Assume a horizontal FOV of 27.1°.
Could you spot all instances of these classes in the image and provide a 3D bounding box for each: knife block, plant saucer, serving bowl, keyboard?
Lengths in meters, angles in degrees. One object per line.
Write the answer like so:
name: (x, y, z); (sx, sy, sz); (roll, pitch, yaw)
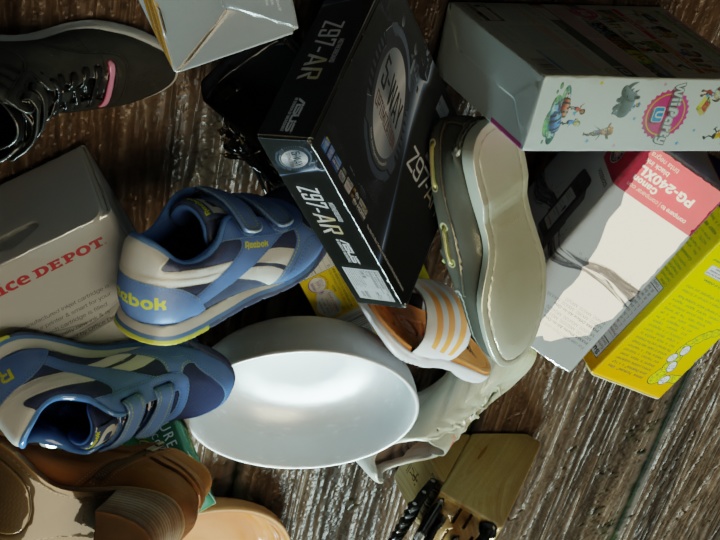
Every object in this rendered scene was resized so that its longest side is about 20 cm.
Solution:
knife block: (0.114, 0.241, 1.443); (0.200, 0.176, 0.064); (4, 130, -31)
plant saucer: (-0.166, 0.284, 1.437); (0.200, 0.037, 0.200); (-14, 136, -14)
serving bowl: (-0.051, 0.095, 1.274); (0.200, 0.066, 0.200); (-2, 146, -2)
keyboard: (-0.058, -0.115, 1.107); (0.104, 0.040, 0.200); (-33, 149, 10)

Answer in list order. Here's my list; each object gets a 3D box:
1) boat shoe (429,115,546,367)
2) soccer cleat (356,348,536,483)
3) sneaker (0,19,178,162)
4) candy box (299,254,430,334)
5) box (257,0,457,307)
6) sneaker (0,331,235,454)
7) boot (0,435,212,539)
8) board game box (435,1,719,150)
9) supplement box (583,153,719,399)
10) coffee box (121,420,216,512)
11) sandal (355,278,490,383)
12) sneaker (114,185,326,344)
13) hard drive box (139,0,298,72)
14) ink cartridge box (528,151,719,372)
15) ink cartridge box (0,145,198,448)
boat shoe: (0.094, -0.023, 1.142); (0.072, 0.060, 0.202); (-28, 120, -35)
soccer cleat: (0.083, 0.131, 1.392); (0.200, 0.078, 0.069); (-29, 138, -1)
sneaker: (-0.206, -0.113, 0.983); (0.200, 0.099, 0.071); (-3, 130, -28)
candy box: (0.000, 0.000, 1.248); (0.102, 0.026, 0.200); (-29, 143, -3)
box: (0.009, -0.093, 1.087); (0.043, 0.160, 0.200); (7, 147, 29)
sneaker: (-0.179, 0.096, 1.088); (0.200, 0.082, 0.074); (1, 130, -32)
boot: (-0.213, 0.150, 1.119); (0.200, 0.155, 0.077); (15, 104, 9)
board game box: (0.178, -0.146, 1.118); (0.200, 0.148, 0.064); (-3, 122, -25)
supplement box: (0.281, 0.002, 1.351); (0.109, 0.109, 0.200); (22, 119, -41)
coffee box: (-0.229, 0.189, 1.248); (0.200, 0.123, 0.044); (-30, 137, -1)
sandal: (0.067, 0.041, 1.262); (0.059, 0.079, 0.207); (-42, 150, 16)
sneaker: (-0.091, -0.023, 1.066); (0.200, 0.074, 0.082); (-34, 134, -39)
hard drive box: (-0.113, -0.236, 0.838); (0.077, 0.200, 0.156); (-20, 137, -9)
ink cartridge box: (0.192, -0.039, 1.224); (0.083, 0.145, 0.200); (32, 114, -16)
ink cartridge box: (-0.222, 0.024, 1.118); (0.145, 0.084, 0.200); (-26, 139, -2)
